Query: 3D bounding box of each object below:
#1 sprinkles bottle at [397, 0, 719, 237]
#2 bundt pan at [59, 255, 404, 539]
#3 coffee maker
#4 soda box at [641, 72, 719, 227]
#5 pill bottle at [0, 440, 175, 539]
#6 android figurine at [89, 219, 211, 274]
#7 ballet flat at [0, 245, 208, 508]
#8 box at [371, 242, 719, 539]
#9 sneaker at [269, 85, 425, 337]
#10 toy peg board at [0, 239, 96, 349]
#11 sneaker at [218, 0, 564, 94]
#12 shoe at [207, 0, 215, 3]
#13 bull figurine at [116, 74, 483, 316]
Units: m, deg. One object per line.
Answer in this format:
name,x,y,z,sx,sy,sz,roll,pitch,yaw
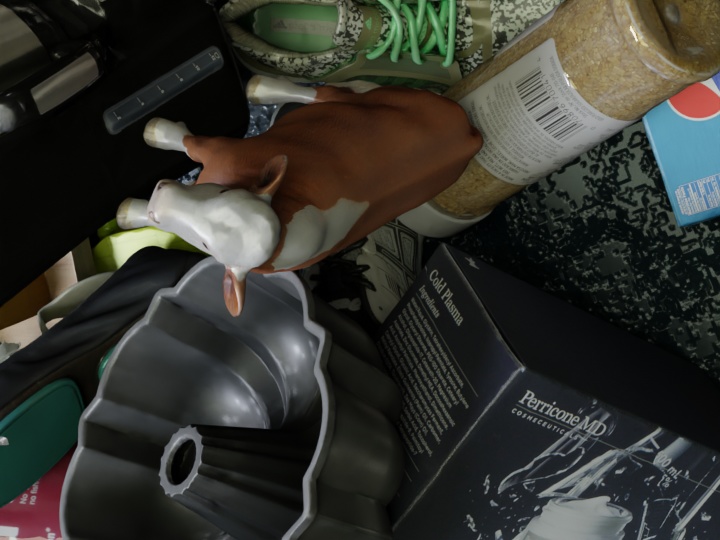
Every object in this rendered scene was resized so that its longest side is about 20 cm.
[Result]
sprinkles bottle,0.086,-0.081,0.756,0.068,0.068,0.200,56,140,-2
bundt pan,-0.053,0.096,0.718,0.076,0.202,0.202,23,113,-36
coffee maker,-0.161,-0.053,0.747,0.134,0.200,0.193,23,130,26
soda box,0.159,-0.128,0.775,0.064,0.068,0.201,-17,98,18
pill bottle,-0.194,0.141,0.846,0.199,0.114,0.115,4,103,3
android figurine,-0.104,0.053,0.896,0.181,0.041,0.201,-13,99,17
ballet flat,-0.155,0.051,0.804,0.073,0.200,0.073,35,148,26
box,0.076,0.115,0.779,0.200,0.104,0.182,23,111,-33
sneaker,0.000,0.000,0.829,0.075,0.088,0.201,-17,100,18
toy peg board,-0.257,0.004,0.870,0.199,0.098,0.200,-4,101,31
sneaker,0.015,-0.122,0.801,0.199,0.089,0.077,0,102,14
shoe,-0.102,-0.182,0.822,0.091,0.072,0.200,45,115,-8
bull figurine,-0.034,-0.041,0.695,0.121,0.200,0.065,20,118,37
